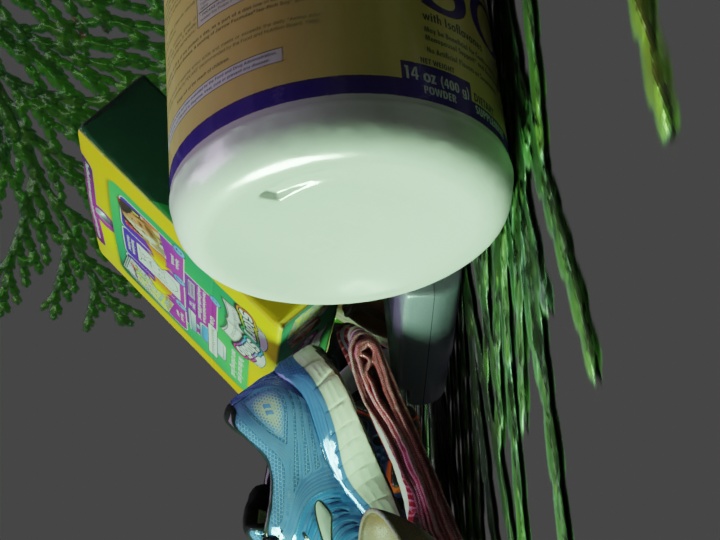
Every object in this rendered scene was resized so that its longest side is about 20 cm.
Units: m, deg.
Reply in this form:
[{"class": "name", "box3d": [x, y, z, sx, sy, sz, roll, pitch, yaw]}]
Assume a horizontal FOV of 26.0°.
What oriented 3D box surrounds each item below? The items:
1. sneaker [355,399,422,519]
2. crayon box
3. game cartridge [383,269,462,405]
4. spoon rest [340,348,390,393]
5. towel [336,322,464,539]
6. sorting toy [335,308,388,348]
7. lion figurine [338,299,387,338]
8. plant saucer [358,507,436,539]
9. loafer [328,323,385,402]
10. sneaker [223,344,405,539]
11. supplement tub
[{"class": "sneaker", "box3d": [0.014, 0.188, 1.059, 0.079, 0.075, 0.200, 73, -155, -52]}, {"class": "crayon box", "box3d": [-0.095, -0.007, 0.986, 0.173, 0.058, 0.200, 43, 162, 10]}, {"class": "game cartridge", "box3d": [0.029, -0.040, 0.905, 0.133, 0.040, 0.200, 86, 178, -55]}, {"class": "spoon rest", "box3d": [0.005, 0.154, 1.194, 0.099, 0.060, 0.200, 79, -175, -49]}, {"class": "towel", "box3d": [0.019, 0.100, 0.921, 0.200, 0.023, 0.144, 178, 69, -86]}, {"class": "sorting toy", "box3d": [-0.049, -0.029, 1.178, 0.036, 0.200, 0.185, -42, 29, 22]}, {"class": "lion figurine", "box3d": [0.000, 0.000, 1.054, 0.122, 0.072, 0.200, 44, -164, -35]}, {"class": "plant saucer", "box3d": [0.040, 0.216, 0.790, 0.200, 0.032, 0.201, 169, 90, -79]}, {"class": "loafer", "box3d": [-0.031, 0.059, 1.274, 0.073, 0.072, 0.200, -54, -31, -20]}, {"class": "sneaker", "box3d": [-0.021, 0.147, 0.920, 0.079, 0.089, 0.200, -125, 11, -78]}, {"class": "supplement tub", "box3d": [-0.014, -0.102, 0.686, 0.145, 0.145, 0.200, 94, 171, -62]}]
